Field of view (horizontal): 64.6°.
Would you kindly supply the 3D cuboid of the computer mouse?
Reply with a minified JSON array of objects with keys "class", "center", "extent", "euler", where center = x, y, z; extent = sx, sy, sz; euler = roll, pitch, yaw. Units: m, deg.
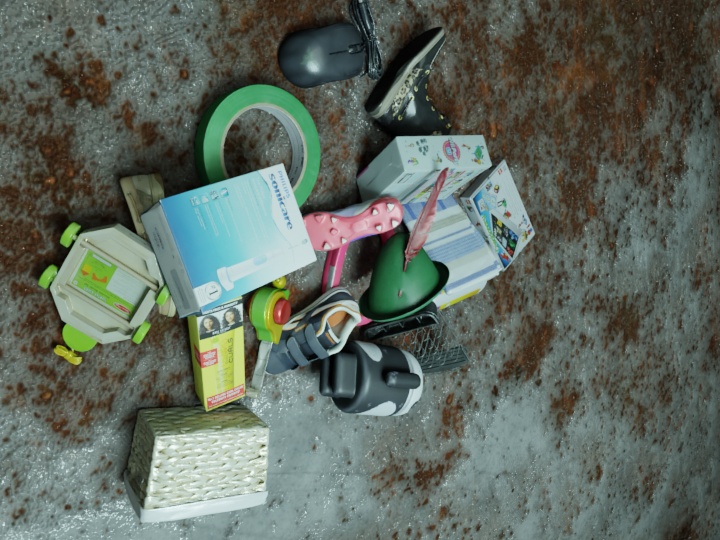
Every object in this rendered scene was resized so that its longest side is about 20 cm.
[{"class":"computer mouse","center":[-0.041,-0.362,0.928],"extent":[0.197,0.052,0.142],"euler":[-28,116,-27]}]

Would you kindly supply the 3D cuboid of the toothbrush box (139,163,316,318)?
[{"class":"toothbrush box","center":[-0.175,-0.045,0.784],"extent":[0.198,0.084,0.150],"euler":[-27,99,-39]}]

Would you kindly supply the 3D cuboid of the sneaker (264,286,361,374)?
[{"class":"sneaker","center":[-0.085,0.113,0.964],"extent":[0.199,0.079,0.079],"euler":[-41,128,-4]}]

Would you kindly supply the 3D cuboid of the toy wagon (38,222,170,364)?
[{"class":"toy wagon","center":[-0.354,0.037,0.777],"extent":[0.153,0.040,0.202],"euler":[33,105,-13]}]

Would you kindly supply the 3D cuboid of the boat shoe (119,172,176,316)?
[{"class":"boat shoe","center":[-0.301,-0.033,0.815],"extent":[0.063,0.071,0.207],"euler":[-10,99,-24]}]

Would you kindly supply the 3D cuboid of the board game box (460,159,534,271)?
[{"class":"board game box","center":[0.299,-0.117,1.227],"extent":[0.126,0.034,0.202],"euler":[-44,121,-20]}]

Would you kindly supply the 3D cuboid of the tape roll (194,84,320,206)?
[{"class":"tape roll","center":[-0.157,-0.181,0.889],"extent":[0.196,0.048,0.207],"euler":[-9,105,-33]}]

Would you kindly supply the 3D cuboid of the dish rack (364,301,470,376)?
[{"class":"dish rack","center":[0.116,0.144,1.095],"extent":[0.201,0.150,0.055],"euler":[53,36,-31]}]

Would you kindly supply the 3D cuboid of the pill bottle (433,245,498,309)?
[{"class":"pill bottle","center":[0.182,0.010,1.132],"extent":[0.196,0.103,0.107],"euler":[-19,111,-30]}]

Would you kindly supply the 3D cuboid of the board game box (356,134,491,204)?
[{"class":"board game box","center":[0.111,-0.176,1.013],"extent":[0.195,0.147,0.066],"euler":[-9,77,-32]}]

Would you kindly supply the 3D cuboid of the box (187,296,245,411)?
[{"class":"box","center":[-0.219,0.118,0.870],"extent":[0.074,0.050,0.205],"euler":[-16,131,-31]}]

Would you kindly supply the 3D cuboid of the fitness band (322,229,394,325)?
[{"class":"fitness band","center":[0.000,0.000,1.048],"extent":[0.141,0.037,0.206],"euler":[11,95,-38]}]

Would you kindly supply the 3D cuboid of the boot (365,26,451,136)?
[{"class":"boot","center":[0.114,-0.315,1.032],"extent":[0.150,0.073,0.202],"euler":[41,80,-32]}]

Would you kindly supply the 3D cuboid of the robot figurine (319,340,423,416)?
[{"class":"robot figurine","center":[0.021,0.196,1.017],"extent":[0.196,0.151,0.127],"euler":[14,112,-36]}]

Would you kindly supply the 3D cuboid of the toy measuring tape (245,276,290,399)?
[{"class":"toy measuring tape","center":[-0.159,0.100,0.921],"extent":[0.073,0.073,0.206],"euler":[25,72,-35]}]

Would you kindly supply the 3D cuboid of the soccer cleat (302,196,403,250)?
[{"class":"soccer cleat","center":[-0.022,-0.082,0.971],"extent":[0.194,0.077,0.069],"euler":[-13,104,6]}]

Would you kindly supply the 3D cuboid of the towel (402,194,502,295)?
[{"class":"towel","center":[0.167,-0.057,1.086],"extent":[0.144,0.024,0.203],"euler":[-20,70,-29]}]

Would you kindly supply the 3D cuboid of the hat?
[{"class":"hat","center":[0.054,-0.046,0.954],"extent":[0.198,0.164,0.179],"euler":[-37,118,-25]}]

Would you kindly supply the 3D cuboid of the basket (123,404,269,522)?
[{"class":"basket","center":[-0.247,0.286,0.879],"extent":[0.196,0.134,0.128],"euler":[7,93,-35]}]
